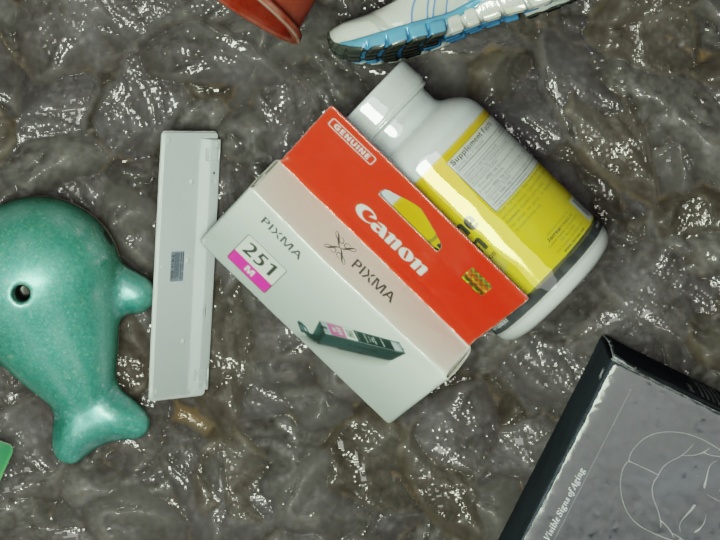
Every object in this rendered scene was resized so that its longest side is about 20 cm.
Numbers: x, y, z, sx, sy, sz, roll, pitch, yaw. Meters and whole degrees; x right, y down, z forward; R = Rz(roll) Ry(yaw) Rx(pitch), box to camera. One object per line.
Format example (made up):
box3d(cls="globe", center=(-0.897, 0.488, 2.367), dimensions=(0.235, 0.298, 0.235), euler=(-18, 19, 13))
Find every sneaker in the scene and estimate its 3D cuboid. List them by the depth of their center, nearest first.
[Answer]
box3d(cls="sneaker", center=(0.066, -0.211, 1.680), dimensions=(0.200, 0.075, 0.087), euler=(-19, 88, -3))

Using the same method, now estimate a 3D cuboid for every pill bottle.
box3d(cls="pill bottle", center=(0.074, -0.053, 1.668), dimensions=(0.200, 0.112, 0.112), euler=(44, 96, -2))

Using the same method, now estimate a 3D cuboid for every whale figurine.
box3d(cls="whale figurine", center=(-0.226, 0.045, 1.695), dimensions=(0.159, 0.104, 0.200), euler=(-20, 95, 4))

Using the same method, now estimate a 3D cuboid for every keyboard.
box3d(cls="keyboard", center=(-0.131, -0.004, 1.715), dimensions=(0.056, 0.011, 0.200), euler=(-2, 98, -42))

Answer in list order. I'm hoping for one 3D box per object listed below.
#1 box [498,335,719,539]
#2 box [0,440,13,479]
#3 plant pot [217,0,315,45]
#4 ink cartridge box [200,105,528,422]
box3d(cls="box", center=(0.222, 0.183, 1.682), dimensions=(0.197, 0.124, 0.200), euler=(26, 97, -2))
box3d(cls="box", center=(-0.369, 0.137, 1.740), dimensions=(0.200, 0.048, 0.117), euler=(25, 96, 2))
box3d(cls="plant pot", center=(-0.067, -0.295, 1.619), dimensions=(0.201, 0.201, 0.195), euler=(36, 88, -2))
box3d(cls="ink cartridge box", center=(0.000, 0.000, 1.659), dimensions=(0.200, 0.174, 0.044), euler=(44, 53, -2))
